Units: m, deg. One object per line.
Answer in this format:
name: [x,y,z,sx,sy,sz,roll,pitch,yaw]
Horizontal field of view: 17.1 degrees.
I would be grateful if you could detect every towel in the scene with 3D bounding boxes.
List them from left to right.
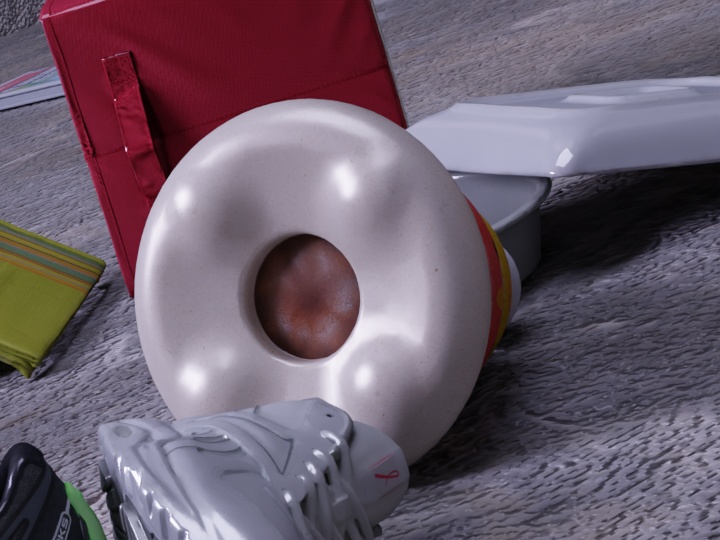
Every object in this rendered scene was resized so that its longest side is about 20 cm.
towel: [-0.197,0.011,1.315,0.086,0.018,0.200,21,15,-2]

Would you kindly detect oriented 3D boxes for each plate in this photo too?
plate: [0.137,-0.074,1.194,0.199,0.032,0.200,-7,8,-23]

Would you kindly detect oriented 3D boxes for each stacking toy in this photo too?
stacking toy: [0.015,0.005,0.959,0.146,0.147,0.200,-11,-1,25]

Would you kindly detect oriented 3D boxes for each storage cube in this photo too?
storage cube: [-0.071,-0.105,1.390,0.179,0.172,0.200,-17,12,2]

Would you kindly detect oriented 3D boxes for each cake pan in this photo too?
cake pan: [0.000,0.000,1.146,0.200,0.037,0.200,-17,12,4]

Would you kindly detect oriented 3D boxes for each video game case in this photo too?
video game case: [-0.306,-0.200,2.486,0.199,0.018,0.143,-9,14,32]

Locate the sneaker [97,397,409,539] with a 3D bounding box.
sneaker: [-0.029,0.076,0.775,0.099,0.078,0.200,-16,13,-9]

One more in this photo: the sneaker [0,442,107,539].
sneaker: [-0.184,0.112,0.801,0.199,0.084,0.077,-21,12,-15]
